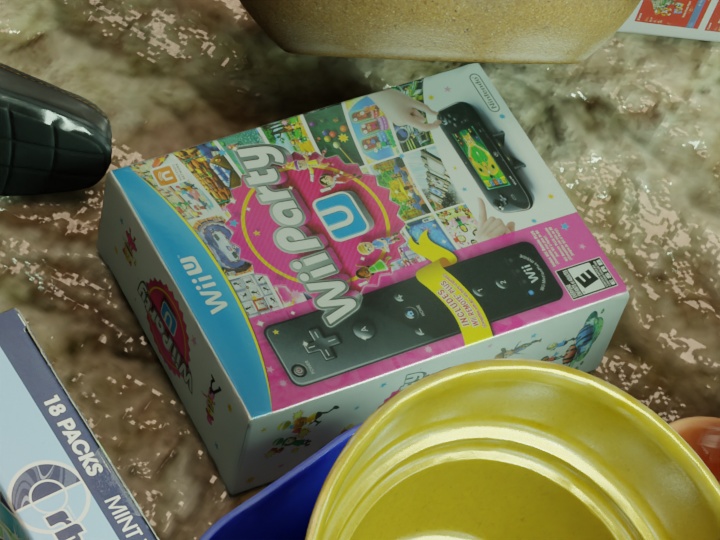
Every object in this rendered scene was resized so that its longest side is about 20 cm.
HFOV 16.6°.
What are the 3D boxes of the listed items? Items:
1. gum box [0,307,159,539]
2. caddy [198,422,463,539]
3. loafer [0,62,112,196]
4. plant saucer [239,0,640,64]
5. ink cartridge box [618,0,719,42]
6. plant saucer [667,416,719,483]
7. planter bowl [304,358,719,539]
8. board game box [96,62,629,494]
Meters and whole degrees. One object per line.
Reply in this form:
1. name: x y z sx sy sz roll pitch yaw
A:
1. gum box: -0.114 0.139 0.921 0.044 0.200 0.170 -22 63 -26
2. caddy: 0.011 0.144 1.006 0.200 0.105 0.141 -34 68 -31
3. loafer: -0.207 -0.091 1.147 0.199 0.073 0.072 17 48 -3
4. plant saucer: 0.035 -0.119 1.183 0.199 0.200 0.036 0 97 -13
5. ink cartridge box: 0.190 -0.211 1.244 0.175 0.200 0.084 4 53 -12
6. plant saucer: 0.174 0.156 1.039 0.200 0.032 0.201 30 39 -28
7. planter bowl: 0.049 0.140 0.920 0.200 0.083 0.201 10 69 -26
8. board game box: 0.000 0.000 1.135 0.199 0.064 0.148 -19 60 -24
